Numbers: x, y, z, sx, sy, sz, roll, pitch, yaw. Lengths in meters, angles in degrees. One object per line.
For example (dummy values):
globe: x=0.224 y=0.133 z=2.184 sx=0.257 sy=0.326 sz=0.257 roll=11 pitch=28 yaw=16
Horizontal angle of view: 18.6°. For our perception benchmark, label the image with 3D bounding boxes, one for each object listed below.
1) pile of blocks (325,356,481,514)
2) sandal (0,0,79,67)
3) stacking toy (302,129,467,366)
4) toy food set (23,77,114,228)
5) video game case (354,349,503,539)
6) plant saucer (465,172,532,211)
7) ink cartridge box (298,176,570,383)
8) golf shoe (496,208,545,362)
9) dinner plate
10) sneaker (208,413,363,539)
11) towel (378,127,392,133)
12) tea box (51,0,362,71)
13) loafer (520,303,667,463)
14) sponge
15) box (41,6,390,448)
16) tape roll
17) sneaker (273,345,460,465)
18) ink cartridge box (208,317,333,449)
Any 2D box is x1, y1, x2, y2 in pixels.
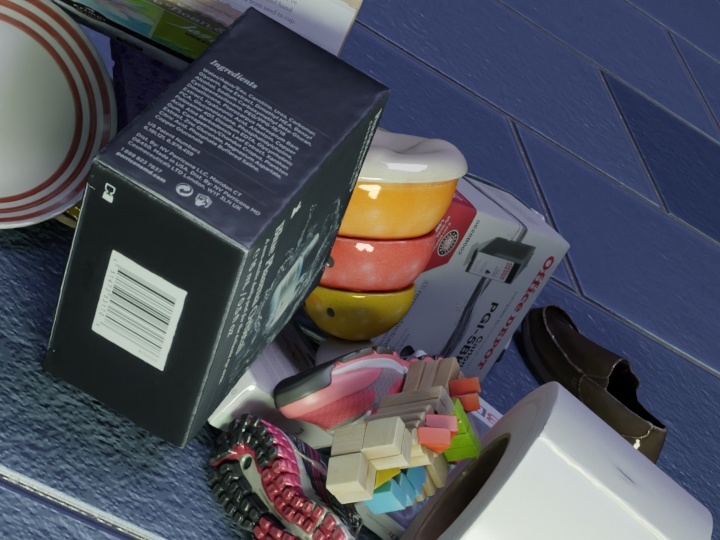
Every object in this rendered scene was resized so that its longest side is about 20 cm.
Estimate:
pile of blocks: x=0.044 y=0.117 z=1.455 sx=0.200 sy=0.062 sz=0.082 roll=-35 pitch=111 yaw=-64
sandal: x=-0.249 y=-0.196 z=1.657 sx=0.082 sy=0.050 sz=0.203 roll=41 pitch=42 yaw=-2
stacking toy: x=0.000 y=0.000 z=1.609 sx=0.146 sy=0.201 sz=0.146 roll=3 pitch=11 yaw=-1
toy food set: x=-0.212 y=-0.094 z=1.653 sx=0.200 sy=0.049 sz=0.198 roll=33 pitch=25 yaw=-20
video game case: x=0.088 y=0.171 z=1.648 sx=0.182 sy=0.023 sz=0.200 roll=38 pitch=33 yaw=-10
plant saucer: x=0.048 y=-0.055 z=1.907 sx=0.200 sy=0.039 sz=0.201 roll=15 pitch=-11 yaw=3
ink cartridge box: x=0.058 y=0.000 z=1.751 sx=0.083 sy=0.147 sz=0.200 roll=40 pitch=14 yaw=33
golf shoe: x=0.119 y=0.007 z=1.948 sx=0.077 sy=0.088 sz=0.200 roll=38 pitch=24 yaw=-13
dinner plate: x=-0.268 y=-0.118 z=1.545 sx=0.200 sy=0.024 sz=0.201 roll=12 pitch=61 yaw=-23
sneaker: x=-0.027 y=0.174 z=1.431 sx=0.075 sy=0.081 sz=0.200 roll=23 pitch=29 yaw=-41
towel: x=-0.005 y=-0.118 z=1.967 sx=0.200 sy=0.037 sz=0.148 roll=26 pitch=0 yaw=-27
tea box: x=-0.101 y=-0.219 z=1.562 sx=0.200 sy=0.134 sz=0.197 roll=24 pitch=-10 yaw=-7
loafer: x=0.215 y=0.099 z=1.955 sx=0.073 sy=0.071 sz=0.200 roll=13 pitch=36 yaw=-49
sponge: x=-0.127 y=-0.118 z=1.645 sx=0.111 sy=0.030 sz=0.200 roll=7 pitch=50 yaw=-22
box: x=-0.094 y=-0.029 z=1.434 sx=0.117 sy=0.197 sz=0.200 roll=30 pitch=45 yaw=9
tape roll: x=0.118 y=0.193 z=1.471 sx=0.139 sy=0.203 sz=0.203 roll=40 pitch=23 yaw=-3
sneaker: x=0.018 y=0.104 z=1.543 sx=0.200 sy=0.074 sz=0.087 roll=6 pitch=65 yaw=-55
ink cartridge box: x=-0.076 y=0.069 z=1.607 sx=0.161 sy=0.050 sz=0.200 roll=58 pitch=9 yaw=34
